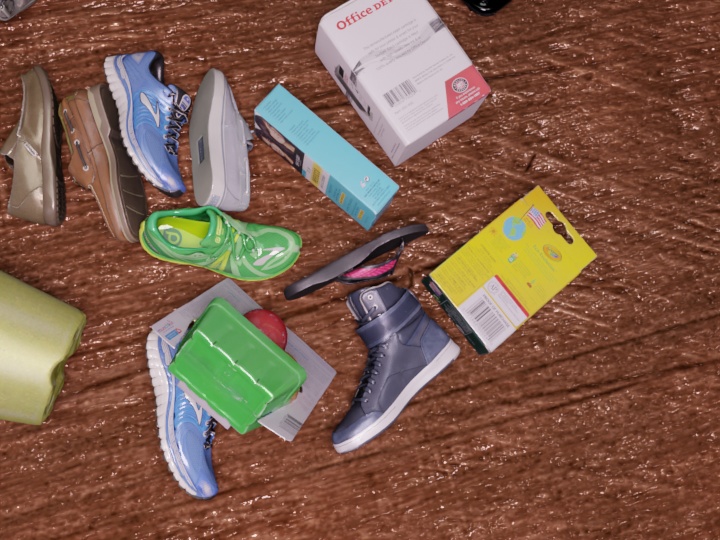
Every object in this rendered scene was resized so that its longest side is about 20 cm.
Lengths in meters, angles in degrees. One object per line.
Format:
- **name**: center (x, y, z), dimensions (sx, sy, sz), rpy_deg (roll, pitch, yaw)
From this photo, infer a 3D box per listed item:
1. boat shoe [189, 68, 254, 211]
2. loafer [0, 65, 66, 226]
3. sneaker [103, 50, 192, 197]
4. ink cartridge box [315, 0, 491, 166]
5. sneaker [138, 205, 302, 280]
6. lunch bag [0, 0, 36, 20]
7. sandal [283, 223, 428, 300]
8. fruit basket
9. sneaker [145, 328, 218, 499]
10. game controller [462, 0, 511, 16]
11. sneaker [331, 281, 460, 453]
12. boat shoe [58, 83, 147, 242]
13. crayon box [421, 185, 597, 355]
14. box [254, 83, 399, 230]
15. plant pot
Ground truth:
- **boat shoe**: center (-0.173, -0.163, 0.906), dimensions (0.071, 0.070, 0.203), rpy_deg (14, 59, -37)
- **loafer**: center (-0.401, -0.153, 0.864), dimensions (0.067, 0.076, 0.202), rpy_deg (-5, 79, -15)
- **sneaker**: center (-0.252, -0.188, 0.886), dimensions (0.088, 0.079, 0.202), rpy_deg (-19, 81, 0)
- **ink cartridge box**: center (0.053, -0.268, 0.949), dimensions (0.146, 0.083, 0.201), rpy_deg (-33, 85, -14)
- **sneaker**: center (-0.167, -0.033, 0.864), dimensions (0.198, 0.084, 0.075), rpy_deg (6, 78, -15)
- **lunch bag**: center (-0.477, -0.424, 0.878), dimensions (0.199, 0.139, 0.169), rpy_deg (32, 75, 0)
- **sandal**: center (0.000, 0.000, 0.893), dimensions (0.198, 0.075, 0.045), rpy_deg (-28, 80, -5)
- **fruit basket**: center (-0.124, 0.096, 0.805), dimensions (0.185, 0.200, 0.094), rpy_deg (40, 103, 0)
- **sneaker**: center (-0.187, 0.160, 0.819), dimensions (0.088, 0.079, 0.202), rpy_deg (-12, 80, -8)
- **game controller**: center (0.212, -0.452, 1.033), dimensions (0.200, 0.042, 0.104), rpy_deg (-42, 86, -15)
- **sneaker**: center (0.008, 0.106, 0.859), dimensions (0.202, 0.077, 0.147), rpy_deg (-42, 98, -24)
- **boat shoe**: center (-0.319, -0.125, 0.879), dimensions (0.067, 0.072, 0.202), rpy_deg (-16, 82, 7)
- **crayon box**: center (0.195, -0.001, 0.929), dimensions (0.199, 0.051, 0.127), rpy_deg (-37, 86, -13)
- **box**: center (-0.046, -0.142, 0.909), dimensions (0.200, 0.082, 0.049), rpy_deg (40, 76, 2)
- **plant pot**: center (-0.409, 0.077, 0.770), dimensions (0.183, 0.200, 0.202), rpy_deg (21, 76, -15)
